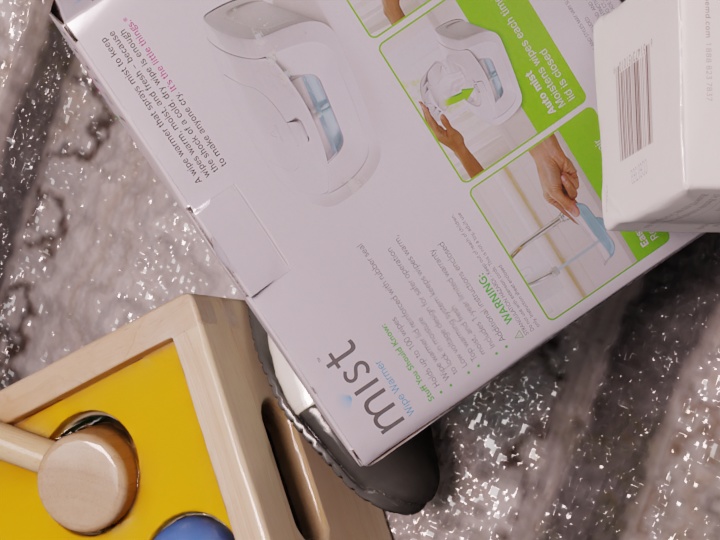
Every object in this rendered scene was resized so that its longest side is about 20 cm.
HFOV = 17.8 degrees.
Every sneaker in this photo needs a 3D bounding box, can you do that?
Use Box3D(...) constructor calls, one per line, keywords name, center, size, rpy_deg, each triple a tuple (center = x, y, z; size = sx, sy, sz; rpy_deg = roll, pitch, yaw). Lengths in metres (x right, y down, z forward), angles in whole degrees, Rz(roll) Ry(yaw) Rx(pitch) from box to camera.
Box3D(name="sneaker", center=(0.000, 0.000, 0.960), size=(0.088, 0.074, 0.201), rpy_deg=(-31, 71, 27))

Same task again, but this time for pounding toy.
Box3D(name="pounding toy", center=(-0.110, 0.099, 0.977), size=(0.183, 0.142, 0.201), rpy_deg=(-27, 73, 26))

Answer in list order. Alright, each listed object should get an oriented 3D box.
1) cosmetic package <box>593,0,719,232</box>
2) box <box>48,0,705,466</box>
Box3D(name="cosmetic package", center=(0.188, -0.056, 0.775), size=(0.198, 0.113, 0.082), rpy_deg=(-1, 84, -9))
Box3D(name="box", center=(0.012, -0.062, 0.857), size=(0.176, 0.097, 0.201), rpy_deg=(-35, 106, 0))
